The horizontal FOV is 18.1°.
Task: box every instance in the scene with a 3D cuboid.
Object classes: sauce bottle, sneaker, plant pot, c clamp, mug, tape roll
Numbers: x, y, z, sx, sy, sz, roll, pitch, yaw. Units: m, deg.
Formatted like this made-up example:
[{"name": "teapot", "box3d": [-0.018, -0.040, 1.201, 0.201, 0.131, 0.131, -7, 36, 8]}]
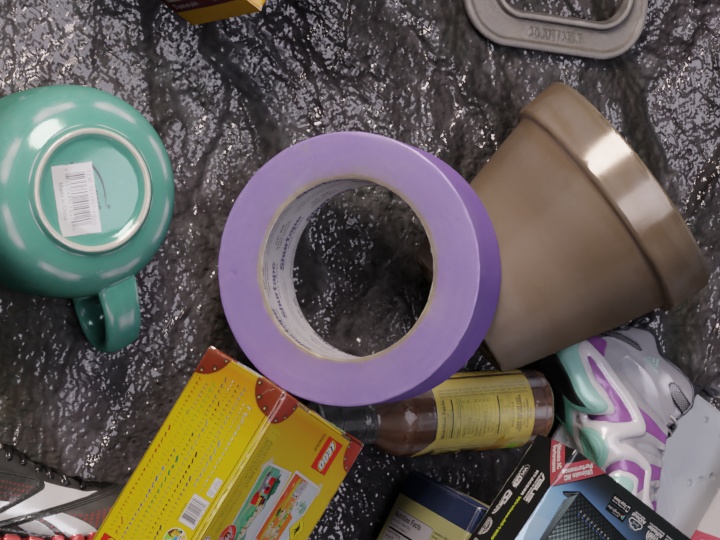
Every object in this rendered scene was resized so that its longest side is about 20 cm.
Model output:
[{"name": "sauce bottle", "box3d": [0.053, 0.113, 1.775, 0.199, 0.065, 0.065, -2, 92, -24]}, {"name": "sneaker", "box3d": [0.238, 0.136, 1.829, 0.139, 0.078, 0.201, -21, 100, -24]}, {"name": "plant pot", "box3d": [0.143, -0.018, 1.764, 0.173, 0.200, 0.200, -36, 106, -3]}, {"name": "c clamp", "box3d": [0.156, -0.261, 1.839, 0.199, 0.027, 0.172, 12, 85, -25]}, {"name": "sneaker", "box3d": [-0.242, 0.163, 1.625, 0.199, 0.071, 0.098, -2, 94, -25]}, {"name": "mug", "box3d": [-0.198, -0.047, 1.620, 0.185, 0.114, 0.152, 37, 75, -21]}, {"name": "tape roll", "box3d": [0.000, 0.000, 1.676, 0.199, 0.085, 0.201, -1, 87, 15]}]

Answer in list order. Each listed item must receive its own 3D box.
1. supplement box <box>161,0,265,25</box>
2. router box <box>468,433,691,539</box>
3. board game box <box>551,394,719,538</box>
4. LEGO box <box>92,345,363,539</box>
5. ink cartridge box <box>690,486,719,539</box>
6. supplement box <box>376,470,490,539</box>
[{"name": "supplement box", "box3d": [-0.121, -0.320, 1.644, 0.197, 0.133, 0.201, 37, 75, -22]}, {"name": "router box", "box3d": [0.169, 0.237, 1.657, 0.200, 0.062, 0.150, 37, 83, -22]}, {"name": "board game box", "box3d": [0.229, 0.188, 1.882, 0.200, 0.026, 0.201, 36, 75, -22]}, {"name": "LEGO box", "box3d": [-0.102, 0.176, 1.638, 0.201, 0.077, 0.149, -59, 151, -6]}, {"name": "ink cartridge box", "box3d": [0.368, 0.215, 1.898, 0.146, 0.085, 0.200, 45, 69, -40]}, {"name": "supplement box", "box3d": [0.098, 0.293, 1.744, 0.199, 0.134, 0.200, 27, 87, -23]}]
